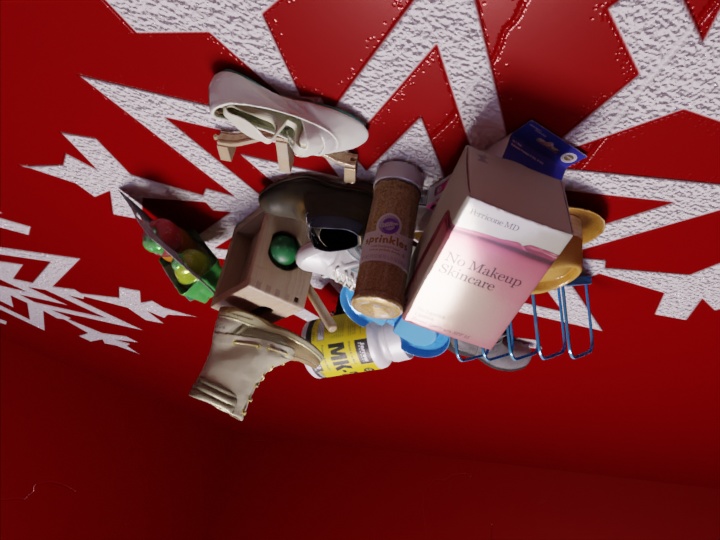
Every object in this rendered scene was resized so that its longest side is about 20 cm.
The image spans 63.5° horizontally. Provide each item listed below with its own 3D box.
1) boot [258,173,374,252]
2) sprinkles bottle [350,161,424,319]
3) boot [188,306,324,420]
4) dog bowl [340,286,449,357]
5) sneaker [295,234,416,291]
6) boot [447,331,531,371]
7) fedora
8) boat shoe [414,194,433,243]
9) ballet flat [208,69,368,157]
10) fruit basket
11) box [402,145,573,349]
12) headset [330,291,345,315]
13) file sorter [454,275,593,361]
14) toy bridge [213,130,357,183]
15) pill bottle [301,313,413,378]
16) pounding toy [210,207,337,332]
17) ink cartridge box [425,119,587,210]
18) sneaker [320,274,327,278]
[{"bbox_3d":[-0.069,-0.081,0.826,0.197,0.098,0.075,2,132,18],"label":"boot"},{"bbox_3d":[0.037,-0.041,0.754,0.067,0.203,0.068,9,156,4],"label":"sprinkles bottle"},{"bbox_3d":[-0.161,0.163,0.925,0.199,0.157,0.072,29,159,-31],"label":"boot"},{"bbox_3d":[0.063,0.066,0.974,0.198,0.050,0.112,30,135,2],"label":"dog bowl"},{"bbox_3d":[0.000,0.000,0.855,0.197,0.081,0.071,6,150,0],"label":"sneaker"},{"bbox_3d":[0.283,0.147,1.203,0.197,0.071,0.132,11,150,-8],"label":"boot"},{"bbox_3d":[0.241,-0.018,0.807,0.197,0.083,0.201,-3,160,-1],"label":"fedora"},{"bbox_3d":[0.130,-0.036,0.877,0.070,0.071,0.199,-7,151,37],"label":"boat shoe"},{"bbox_3d":[-0.088,-0.173,0.698,0.197,0.070,0.069,18,155,-14],"label":"ballet flat"},{"bbox_3d":[-0.327,-0.035,1.001,0.185,0.094,0.200,42,178,42],"label":"fruit basket"},{"bbox_3d":[0.143,-0.022,0.698,0.126,0.110,0.201,18,131,-5],"label":"box"},{"bbox_3d":[0.003,0.068,1.183,0.123,0.095,0.200,28,136,-22],"label":"headset"},{"bbox_3d":[0.263,0.080,0.947,0.198,0.125,0.138,-9,175,37],"label":"file sorter"},{"bbox_3d":[-0.101,-0.161,0.774,0.197,0.028,0.067,11,153,3],"label":"toy bridge"},{"bbox_3d":[-0.004,0.134,1.101,0.197,0.116,0.114,-13,147,21],"label":"pill bottle"},{"bbox_3d":[-0.130,0.007,0.950,0.141,0.187,0.199,25,152,-28],"label":"pounding toy"},{"bbox_3d":[0.179,-0.112,0.745,0.094,0.038,0.199,23,151,-23],"label":"ink cartridge box"},{"bbox_3d":[0.000,-0.028,0.950,0.089,0.079,0.200,19,155,-23],"label":"sneaker"}]
